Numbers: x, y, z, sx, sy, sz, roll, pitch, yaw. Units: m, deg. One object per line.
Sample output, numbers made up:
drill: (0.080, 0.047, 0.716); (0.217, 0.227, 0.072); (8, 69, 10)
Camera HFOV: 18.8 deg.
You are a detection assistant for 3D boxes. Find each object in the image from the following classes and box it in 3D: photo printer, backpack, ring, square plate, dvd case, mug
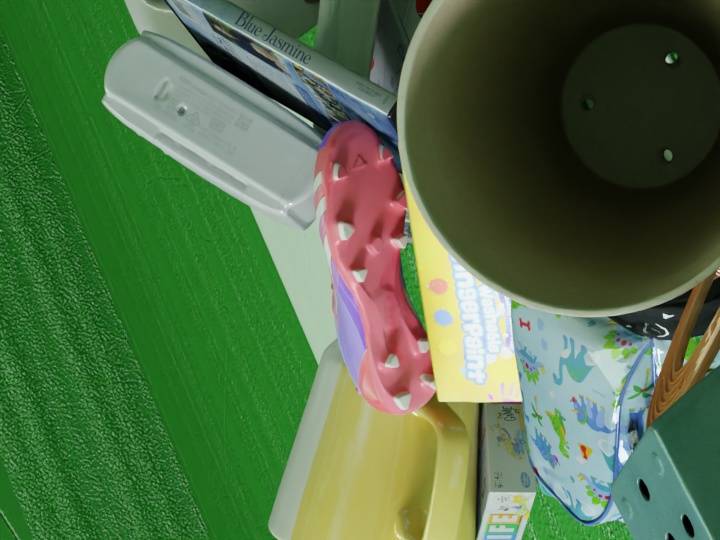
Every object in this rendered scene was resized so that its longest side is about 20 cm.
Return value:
photo printer: (-0.092, -0.095, 1.546); (0.166, 0.070, 0.200); (32, 179, 5)
backpack: (0.163, 0.059, 1.313); (0.163, 0.153, 0.201); (42, 162, 43)
ring: (0.192, -0.006, 1.080); (0.019, 0.201, 0.201); (24, 156, 3)
square plate: (-0.009, -0.196, 1.559); (0.198, 0.028, 0.202); (128, 148, -79)
dvd case: (-0.038, -0.125, 1.438); (0.199, 0.018, 0.143); (31, 172, 22)
mug: (0.034, 0.125, 1.536); (0.186, 0.149, 0.154); (15, 98, 38)

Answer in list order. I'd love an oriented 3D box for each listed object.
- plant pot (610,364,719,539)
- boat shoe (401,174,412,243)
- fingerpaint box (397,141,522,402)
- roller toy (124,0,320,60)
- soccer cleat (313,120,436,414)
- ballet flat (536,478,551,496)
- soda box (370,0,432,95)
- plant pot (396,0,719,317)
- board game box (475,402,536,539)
plant pot: (0.226, 0.089, 0.984); (0.142, 0.199, 0.141); (63, 164, 19)
boat shoe: (0.057, -0.061, 1.570); (0.200, 0.070, 0.070); (-28, -51, -78)
fingerpaint box: (0.081, -0.044, 1.399); (0.167, 0.073, 0.201); (-73, -22, -52)
roller toy: (-0.105, -0.265, 1.678); (0.183, 0.199, 0.140); (53, 168, 45)
soccer cleat: (0.000, 0.000, 1.419); (0.076, 0.066, 0.201); (9, 119, 55)
ballet flat: (0.155, 0.086, 1.505); (0.200, 0.068, 0.068); (104, 162, -57)
soda box: (0.039, -0.143, 1.571); (0.200, 0.068, 0.064); (114, 138, -69)
plant pot: (0.131, -0.081, 1.120); (0.200, 0.186, 0.188); (-22, -89, -74)
board game box: (0.098, 0.100, 1.600); (0.135, 0.034, 0.201); (98, 172, -59)
